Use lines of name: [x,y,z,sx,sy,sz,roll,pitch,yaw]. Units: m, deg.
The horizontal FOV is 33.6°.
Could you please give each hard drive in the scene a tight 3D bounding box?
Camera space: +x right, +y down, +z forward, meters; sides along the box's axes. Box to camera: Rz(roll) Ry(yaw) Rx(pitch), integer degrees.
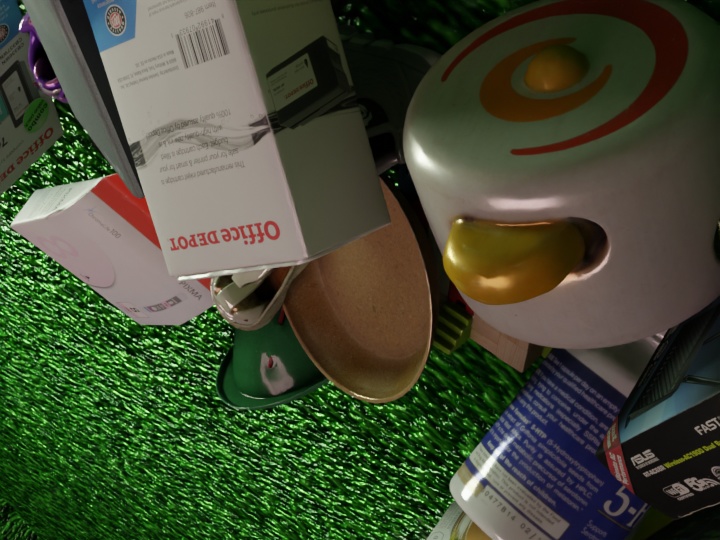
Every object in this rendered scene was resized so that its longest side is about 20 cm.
hard drive: [-0.206,-0.164,0.870,0.140,0.033,0.200,48,162,40]

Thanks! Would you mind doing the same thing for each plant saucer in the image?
plant saucer: [0.000,0.000,0.904,0.200,0.035,0.201,27,126,46]

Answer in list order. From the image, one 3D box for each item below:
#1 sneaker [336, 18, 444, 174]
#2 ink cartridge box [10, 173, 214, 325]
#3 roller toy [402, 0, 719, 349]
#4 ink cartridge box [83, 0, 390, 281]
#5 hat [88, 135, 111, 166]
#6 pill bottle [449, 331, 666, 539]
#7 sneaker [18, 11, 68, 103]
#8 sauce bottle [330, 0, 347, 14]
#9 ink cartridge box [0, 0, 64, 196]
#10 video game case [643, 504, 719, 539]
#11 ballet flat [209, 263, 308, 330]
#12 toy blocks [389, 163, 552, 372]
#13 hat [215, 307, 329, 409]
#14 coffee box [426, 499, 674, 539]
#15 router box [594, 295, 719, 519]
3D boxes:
sneaker: [-0.033,-0.117,0.839,0.200,0.116,0.075,16,145,36]
ink cartridge box: [-0.189,-0.014,1.029,0.163,0.057,0.200,43,156,-30]
roller toy: [0.119,-0.062,0.660,0.140,0.200,0.183,64,176,-38]
ink cartridge box: [-0.080,-0.104,0.754,0.144,0.084,0.201,-6,103,46]
hat: [-0.172,-0.059,1.079,0.200,0.081,0.201,18,163,6]
pill bottle: [0.166,0.110,0.830,0.120,0.200,0.120,37,-176,-3]
sneaker: [-0.243,-0.175,1.039,0.080,0.089,0.200,25,152,21]
sauce bottle: [0.014,-0.207,0.705,0.066,0.066,0.200,46,153,-13]
ink cartridge box: [-0.412,-0.182,1.170,0.146,0.147,0.200,27,151,20]
video game case: [0.287,0.167,0.803,0.182,0.200,0.023,-23,90,60]
ballet flat: [-0.085,0.000,0.928,0.067,0.062,0.200,46,141,6]
toy blocks: [0.084,-0.022,0.882,0.200,0.100,0.137,33,141,26]
hat: [-0.079,-0.005,1.042,0.176,0.200,0.166,61,170,-28]
coffee box: [0.212,0.238,0.986,0.197,0.200,0.200,-3,130,52]
router box: [0.225,0.028,0.649,0.062,0.200,0.150,37,152,0]
